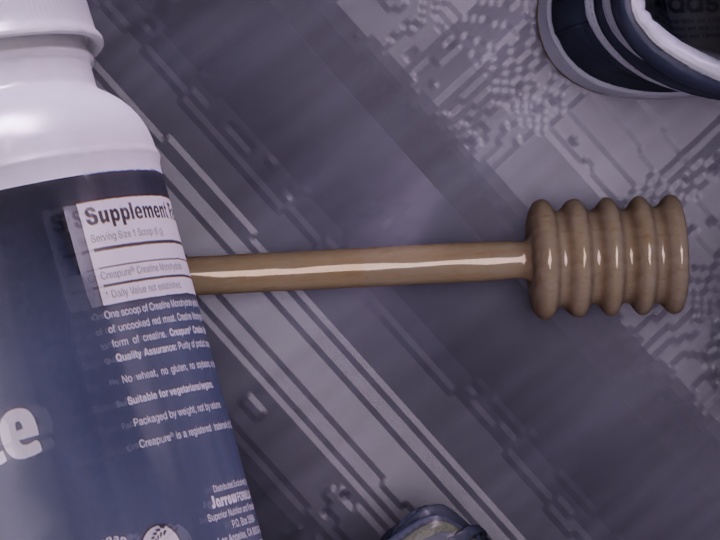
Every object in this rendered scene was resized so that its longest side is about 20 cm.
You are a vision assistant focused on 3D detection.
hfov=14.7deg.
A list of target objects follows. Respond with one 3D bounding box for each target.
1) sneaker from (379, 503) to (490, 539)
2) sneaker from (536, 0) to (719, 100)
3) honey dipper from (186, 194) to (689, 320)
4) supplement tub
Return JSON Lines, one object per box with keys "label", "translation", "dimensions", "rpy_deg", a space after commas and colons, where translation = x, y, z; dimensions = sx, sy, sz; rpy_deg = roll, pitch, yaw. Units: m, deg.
{"label": "sneaker", "translation": [0.041, 0.111, 0.842], "dimensions": [0.199, 0.074, 0.081], "rpy_deg": [1, 84, -8]}
{"label": "sneaker", "translation": [0.159, -0.088, 0.835], "dimensions": [0.199, 0.108, 0.070], "rpy_deg": [-9, 91, -6]}
{"label": "honey dipper", "translation": [0.000, 0.000, 0.855], "dimensions": [0.199, 0.038, 0.038], "rpy_deg": [-3, 90, -4]}
{"label": "supplement tub", "translation": [-0.110, 0.032, 0.774], "dimensions": [0.140, 0.140, 0.201], "rpy_deg": [-15, 86, -5]}
